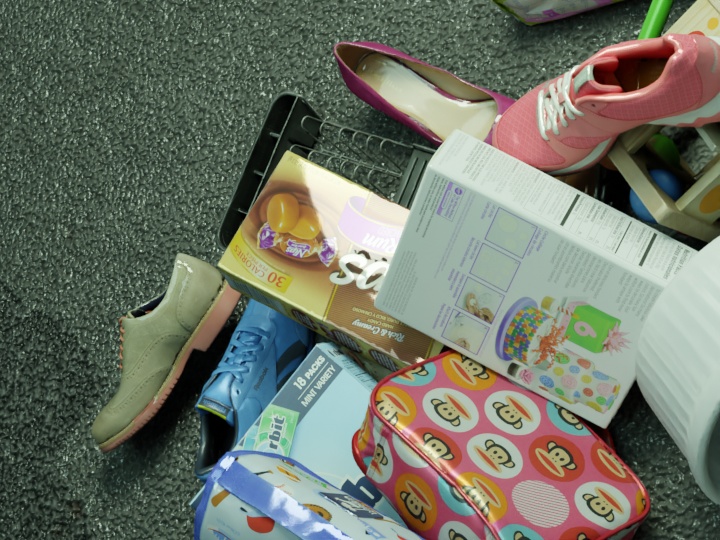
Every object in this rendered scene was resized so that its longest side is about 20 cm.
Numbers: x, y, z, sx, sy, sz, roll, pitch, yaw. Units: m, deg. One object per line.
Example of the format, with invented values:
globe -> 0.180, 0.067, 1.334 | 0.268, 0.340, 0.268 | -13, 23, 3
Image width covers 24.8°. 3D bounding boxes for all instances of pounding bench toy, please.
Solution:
pounding bench toy -> 0.239, -0.135, 1.214 | 0.156, 0.124, 0.200 | -46, 55, 23

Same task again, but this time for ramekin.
ramekin -> 0.280, 0.054, 1.095 | 0.201, 0.200, 0.098 | -48, 48, 12

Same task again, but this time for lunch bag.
lunch bag -> -0.023, 0.221, 1.151 | 0.170, 0.200, 0.124 | 29, 62, 27
lunch bag -> 0.110, 0.143, 1.204 | 0.200, 0.176, 0.082 | 47, 138, 27

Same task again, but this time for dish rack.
dish rack -> -0.019, -0.059, 1.412 | 0.200, 0.054, 0.154 | 20, 88, 40

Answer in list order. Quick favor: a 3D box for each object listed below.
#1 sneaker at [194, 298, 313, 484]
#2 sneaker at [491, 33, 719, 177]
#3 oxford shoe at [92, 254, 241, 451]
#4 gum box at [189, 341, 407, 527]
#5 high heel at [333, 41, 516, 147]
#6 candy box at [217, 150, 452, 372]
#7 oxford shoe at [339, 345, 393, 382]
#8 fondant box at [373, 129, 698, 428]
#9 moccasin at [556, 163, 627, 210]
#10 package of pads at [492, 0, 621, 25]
sneaker -> -0.095, 0.092, 1.406 | 0.066, 0.078, 0.201 | 5, 77, 37
sneaker -> 0.162, -0.124, 1.136 | 0.200, 0.087, 0.074 | -19, 68, 36
oxford shoe -> -0.187, 0.071, 1.452 | 0.200, 0.075, 0.070 | -53, 13, 11
gum box -> -0.007, 0.185, 1.290 | 0.200, 0.045, 0.170 | 41, 100, 12
high heel -> 0.064, -0.136, 1.357 | 0.200, 0.096, 0.068 | 23, 88, 37
candy box -> 0.000, 0.000, 1.320 | 0.200, 0.056, 0.117 | 27, 77, 19
oxford shoe -> -0.007, 0.096, 1.345 | 0.070, 0.075, 0.200 | 41, 98, 38
fondant box -> 0.125, 0.007, 1.194 | 0.200, 0.058, 0.145 | 28, 131, 8
moccasin -> 0.163, -0.045, 1.284 | 0.077, 0.074, 0.202 | 8, 89, 27
package of pads -> 0.200, -0.294, 1.335 | 0.199, 0.068, 0.155 | -12, 68, 31
